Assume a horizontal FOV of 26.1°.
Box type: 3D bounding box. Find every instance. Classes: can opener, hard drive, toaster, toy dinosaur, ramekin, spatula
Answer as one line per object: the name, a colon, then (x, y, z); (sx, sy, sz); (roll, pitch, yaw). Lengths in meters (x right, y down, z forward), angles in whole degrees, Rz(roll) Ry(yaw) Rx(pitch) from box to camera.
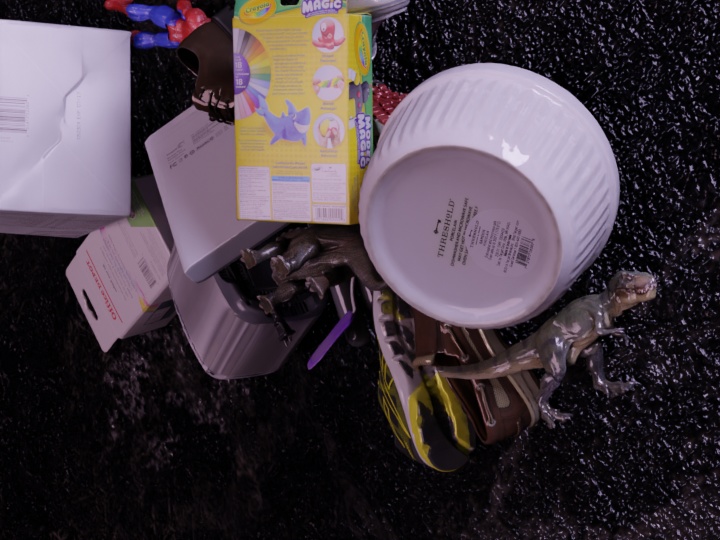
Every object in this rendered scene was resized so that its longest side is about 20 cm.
can opener: (-0.020, -0.029, 1.453); (0.067, 0.053, 0.200); (173, 80, -83)
hard drive: (-0.126, -0.092, 1.440); (0.132, 0.027, 0.200); (-34, 43, 10)
toaster: (-0.111, 0.017, 1.501); (0.200, 0.114, 0.129); (64, 145, 27)
toy dinosaur: (-0.034, -0.013, 1.333); (0.200, 0.102, 0.077); (-17, 106, 50)
ramekin: (0.093, -0.050, 1.202); (0.200, 0.105, 0.200); (11, 122, 17)
spatula: (0.000, 0.000, 1.388); (0.021, 0.057, 0.200); (22, 96, -5)
toy dinosaur: (0.165, 0.072, 1.248); (0.200, 0.047, 0.088); (-30, 83, 23)

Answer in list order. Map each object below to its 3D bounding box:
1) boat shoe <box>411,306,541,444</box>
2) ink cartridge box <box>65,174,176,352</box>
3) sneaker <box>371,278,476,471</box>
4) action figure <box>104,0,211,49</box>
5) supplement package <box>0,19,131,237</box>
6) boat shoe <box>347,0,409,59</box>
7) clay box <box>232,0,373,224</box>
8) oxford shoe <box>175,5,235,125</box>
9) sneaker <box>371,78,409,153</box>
boat shoe: (0.075, 0.057, 1.320); (0.202, 0.075, 0.075); (53, 160, 13)
ink cartridge box: (-0.237, -0.007, 1.679); (0.200, 0.067, 0.117); (-43, 70, 46)
sneaker: (0.039, 0.085, 1.398); (0.085, 0.074, 0.200); (-16, 86, 60)
action figure: (-0.183, -0.241, 1.546); (0.200, 0.052, 0.065); (23, 125, 49)
supplement package: (-0.335, -0.140, 1.613); (0.200, 0.147, 0.191); (167, 104, -64)
boat shoe: (-0.018, -0.206, 1.360); (0.200, 0.072, 0.069); (-13, 103, 48)
clay box: (-0.048, -0.141, 1.300); (0.115, 0.048, 0.200); (4, 97, 29)
oxford shoe: (-0.102, -0.151, 1.400); (0.200, 0.084, 0.073); (48, 165, 36)
sneaker: (0.031, -0.110, 1.344); (0.200, 0.078, 0.082); (28, 128, 51)
